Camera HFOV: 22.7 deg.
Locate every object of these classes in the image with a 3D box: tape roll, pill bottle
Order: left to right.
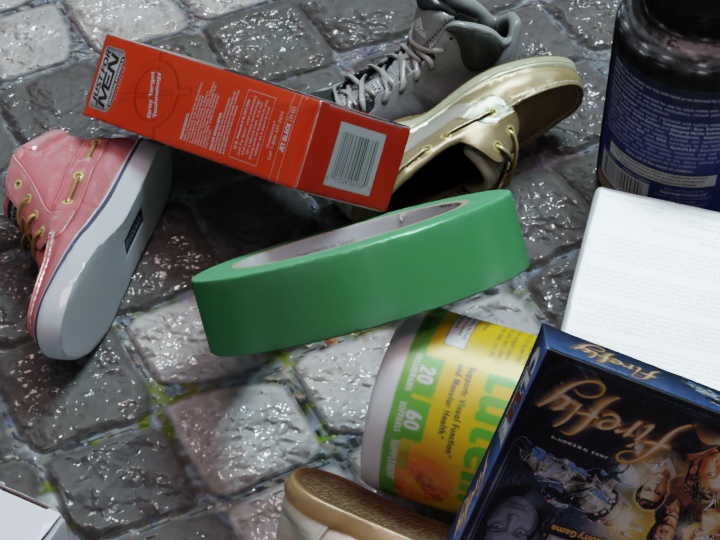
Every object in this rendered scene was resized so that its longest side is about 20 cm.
[{"bbox_3d":[0.000,0.000,1.072,0.199,0.048,0.200,-15,5,1],"label":"tape roll"},{"bbox_3d":[0.109,0.097,1.019,0.199,0.111,0.111,15,48,12],"label":"pill bottle"},{"bbox_3d":[0.217,-0.127,1.172,0.111,0.201,0.112,0,46,0],"label":"pill bottle"}]

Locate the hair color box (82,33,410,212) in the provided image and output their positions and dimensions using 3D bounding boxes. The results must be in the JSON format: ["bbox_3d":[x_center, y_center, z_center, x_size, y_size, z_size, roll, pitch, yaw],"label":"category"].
[{"bbox_3d":[-0.077,-0.098,1.179,0.199,0.062,0.101,20,5,36],"label":"hair color box"}]

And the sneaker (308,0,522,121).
[{"bbox_3d":[0.023,-0.145,1.248,0.199,0.116,0.075,-15,48,-14],"label":"sneaker"}]

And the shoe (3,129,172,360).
[{"bbox_3d":[-0.195,-0.021,1.164,0.090,0.072,0.201,9,42,10],"label":"shoe"}]

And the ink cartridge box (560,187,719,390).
[{"bbox_3d":[0.204,0.055,1.122,0.161,0.050,0.201,13,65,11],"label":"ink cartridge box"}]

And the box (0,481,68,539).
[{"bbox_3d":[-0.245,0.169,0.905,0.199,0.177,0.097,21,49,18],"label":"box"}]

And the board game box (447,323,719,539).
[{"bbox_3d":[0.162,0.126,0.940,0.199,0.136,0.035,20,20,-5],"label":"board game box"}]

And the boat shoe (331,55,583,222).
[{"bbox_3d":[0.073,-0.080,1.223,0.199,0.074,0.066,-27,55,-11],"label":"boat shoe"}]

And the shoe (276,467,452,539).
[{"bbox_3d":[0.042,0.173,0.995,0.199,0.054,0.070,23,10,17],"label":"shoe"}]
